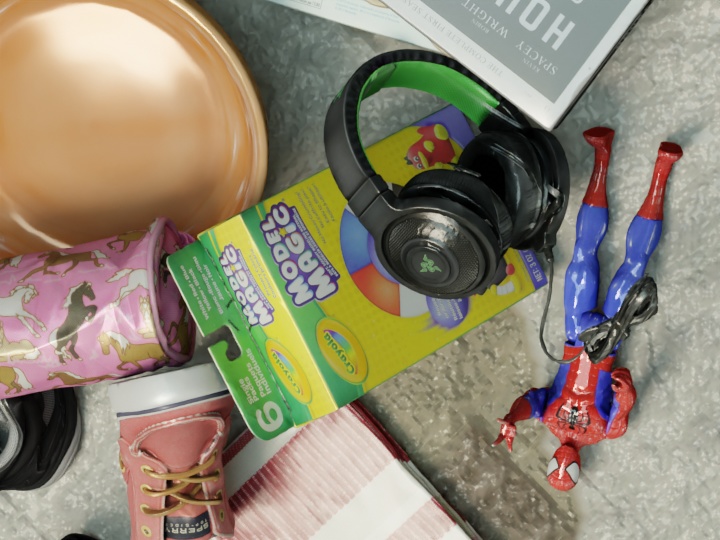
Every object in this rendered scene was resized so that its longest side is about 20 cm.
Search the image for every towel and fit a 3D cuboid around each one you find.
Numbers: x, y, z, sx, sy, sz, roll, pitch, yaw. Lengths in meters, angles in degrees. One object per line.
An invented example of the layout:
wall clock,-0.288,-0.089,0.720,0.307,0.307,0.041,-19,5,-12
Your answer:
towel,-0.005,0.172,1.548,0.144,0.023,0.200,-44,86,18

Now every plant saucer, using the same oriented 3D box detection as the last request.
plant saucer,-0.144,-0.077,1.445,0.199,0.037,0.201,4,117,8

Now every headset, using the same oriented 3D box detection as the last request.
headset,0.070,-0.037,1.401,0.200,0.123,0.094,51,137,7

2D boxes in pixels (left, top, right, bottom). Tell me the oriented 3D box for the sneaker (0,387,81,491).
sneaker,-0.207,0.036,1.523,0.075,0.114,0.201,-2,99,13

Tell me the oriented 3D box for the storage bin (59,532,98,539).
storage bin,-0.126,0.255,1.529,0.200,0.135,0.094,36,105,5

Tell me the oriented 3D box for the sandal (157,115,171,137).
sandal,-0.166,-0.140,1.504,0.207,0.059,0.079,49,127,6

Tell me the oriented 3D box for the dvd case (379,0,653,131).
dvd case,0.099,-0.195,1.379,0.150,0.025,0.200,38,104,4

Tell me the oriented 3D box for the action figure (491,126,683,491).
action figure,0.123,0.030,1.456,0.065,0.099,0.201,13,105,12

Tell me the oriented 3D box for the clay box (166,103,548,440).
clay box,0.000,0.000,1.430,0.048,0.200,0.115,-25,94,50

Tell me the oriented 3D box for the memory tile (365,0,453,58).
memory tile,0.095,-0.197,1.400,0.153,0.017,0.200,33,104,5

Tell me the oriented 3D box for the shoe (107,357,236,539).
shoe,-0.096,0.104,1.461,0.071,0.200,0.091,-11,83,-9

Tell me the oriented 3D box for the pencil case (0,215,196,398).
pencil case,-0.183,0.025,1.432,0.199,0.083,0.087,-8,75,14

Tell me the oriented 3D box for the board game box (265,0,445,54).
board game box,0.036,-0.227,1.448,0.147,0.064,0.201,18,104,9
